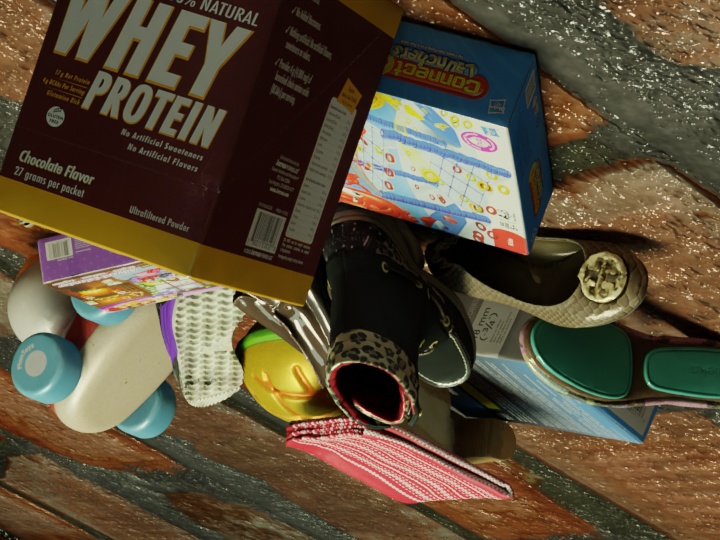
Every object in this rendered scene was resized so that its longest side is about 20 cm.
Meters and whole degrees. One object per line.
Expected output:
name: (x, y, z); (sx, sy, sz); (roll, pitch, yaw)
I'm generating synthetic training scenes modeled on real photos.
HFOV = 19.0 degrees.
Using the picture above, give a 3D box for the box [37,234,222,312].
box: (-0.136, -0.014, 1.699); (0.200, 0.039, 0.137); (-12, 166, 13)

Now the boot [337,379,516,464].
boot: (0.023, 0.129, 1.836); (0.144, 0.071, 0.201); (-6, 156, 40)

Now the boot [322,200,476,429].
boot: (0.027, 0.063, 1.575); (0.073, 0.154, 0.204); (-18, 135, 19)

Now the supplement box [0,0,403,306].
supplement box: (-0.091, -0.101, 1.273); (0.133, 0.200, 0.197); (19, 180, 19)

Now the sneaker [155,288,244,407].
sneaker: (-0.146, 0.026, 1.864); (0.069, 0.100, 0.200); (-14, 144, -19)

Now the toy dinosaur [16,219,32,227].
toy dinosaur: (-0.254, -0.059, 1.883); (0.101, 0.058, 0.200); (19, 175, -41)

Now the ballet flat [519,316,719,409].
ballet flat: (0.201, 0.075, 1.652); (0.200, 0.069, 0.071); (8, 168, -22)

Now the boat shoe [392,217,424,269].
boat shoe: (0.000, 0.000, 1.676); (0.076, 0.072, 0.200); (48, 163, 18)

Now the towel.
towel: (0.028, 0.161, 1.798); (0.144, 0.023, 0.200); (28, 165, -17)

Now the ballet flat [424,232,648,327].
ballet flat: (0.124, -0.002, 1.593); (0.200, 0.068, 0.046); (12, 166, 43)

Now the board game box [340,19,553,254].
board game box: (0.025, -0.099, 1.451); (0.195, 0.056, 0.200); (16, 160, 16)

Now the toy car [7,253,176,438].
toy car: (-0.259, 0.033, 2.018); (0.200, 0.177, 0.184); (43, -171, 33)

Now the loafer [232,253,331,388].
loafer: (-0.060, 0.010, 1.603); (0.071, 0.073, 0.200); (-19, 118, 16)

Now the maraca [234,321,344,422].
maraca: (-0.039, 0.075, 1.901); (0.137, 0.107, 0.200); (11, 157, -12)

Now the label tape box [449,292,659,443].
label tape box: (0.130, 0.076, 1.783); (0.200, 0.063, 0.144); (6, 155, 47)
